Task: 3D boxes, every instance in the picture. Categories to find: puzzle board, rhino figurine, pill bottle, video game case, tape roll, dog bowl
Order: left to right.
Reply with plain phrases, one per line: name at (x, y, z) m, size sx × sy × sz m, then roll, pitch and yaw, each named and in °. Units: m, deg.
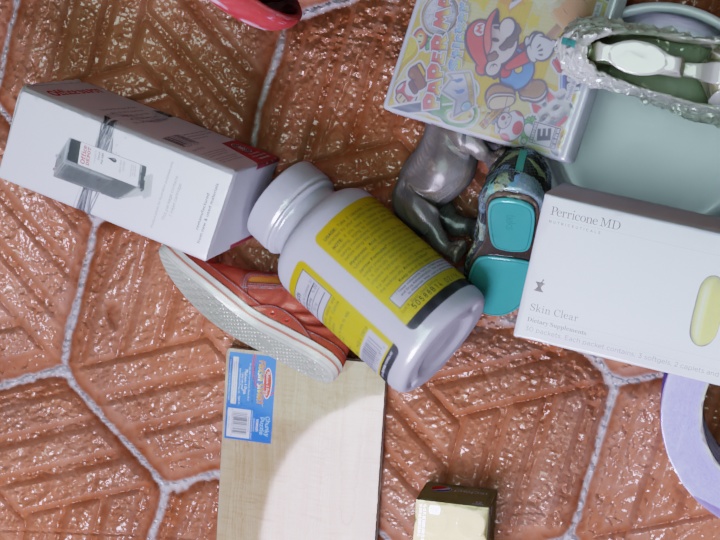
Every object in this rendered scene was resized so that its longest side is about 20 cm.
puzzle board at (-0.054, 0.175, 1.456) m, size 0.150 × 0.017 × 0.202 m, roll 5°, pitch 97°, yaw 12°
pill bottle at (0.000, 0.000, 1.362) m, size 0.200 × 0.111 × 0.112 m, roll 42°, pitch 103°, yaw 16°
rhino figurine at (0.091, -0.114, 1.366) m, size 0.087 × 0.060 × 0.201 m, roll 28°, pitch 101°, yaw 21°
video game case at (0.124, -0.206, 1.309) m, size 0.181 × 0.023 × 0.201 m, roll 20°, pitch 94°, yaw 32°
dog bowl at (0.245, -0.120, 1.326) m, size 0.199 × 0.079 × 0.202 m, roll 1°, pitch 97°, yaw 11°
tape roll at (0.351, 0.114, 1.332) m, size 0.198 × 0.085 × 0.202 m, roll 2°, pitch 98°, yaw 12°

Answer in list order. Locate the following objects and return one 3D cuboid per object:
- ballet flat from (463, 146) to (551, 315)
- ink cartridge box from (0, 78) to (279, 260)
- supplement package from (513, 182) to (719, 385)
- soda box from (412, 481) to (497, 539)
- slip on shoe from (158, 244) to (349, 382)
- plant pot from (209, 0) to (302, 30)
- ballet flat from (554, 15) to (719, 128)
ballet flat at (0.127, -0.034, 1.333) m, size 0.074 × 0.200 × 0.075 m, roll 2°, pitch 61°, yaw -4°
ink cartridge box at (-0.189, -0.090, 1.382) m, size 0.199 × 0.147 × 0.083 m, roll 22°, pitch 103°, yaw 9°
supplement package at (0.233, 0.010, 1.222) m, size 0.199 × 0.156 × 0.112 m, roll 13°, pitch 99°, yaw 11°
soda box at (0.079, 0.295, 1.419) m, size 0.067 × 0.064 × 0.202 m, roll 5°, pitch 98°, yaw 10°
slip on shoe at (-0.093, 0.027, 1.426) m, size 0.199 × 0.074 × 0.061 m, roll 29°, pitch 67°, yaw 13°
plant pot at (-0.078, -0.315, 1.307) m, size 0.200 × 0.200 × 0.183 m, roll 45°, pitch 107°, yaw 3°
ballet flat at (0.248, -0.151, 1.229) m, size 0.198 × 0.072 × 0.072 m, roll 9°, pitch 99°, yaw -5°
